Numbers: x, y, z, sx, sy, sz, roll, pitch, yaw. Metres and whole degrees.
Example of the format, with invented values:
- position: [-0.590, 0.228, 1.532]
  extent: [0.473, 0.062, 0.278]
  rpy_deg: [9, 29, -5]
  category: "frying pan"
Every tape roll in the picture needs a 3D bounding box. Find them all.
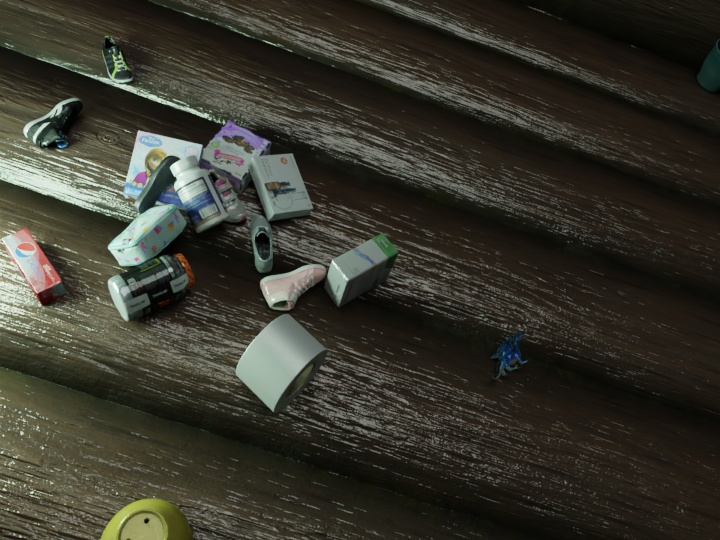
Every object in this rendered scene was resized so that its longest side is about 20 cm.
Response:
- position: [-0.196, 0.231, 1.488]
  extent: [0.138, 0.204, 0.202]
  rpy_deg: [38, 54, 12]
  category: "tape roll"

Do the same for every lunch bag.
- position: [-0.592, -0.098, 1.635]
  extent: [0.157, 0.078, 0.201]
  rpy_deg: [0, 39, 37]
  category: "lunch bag"

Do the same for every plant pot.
- position: [-0.445, 0.560, 1.223]
  extent: [0.195, 0.143, 0.204]
  rpy_deg: [8, 53, -11]
  category: "plant pot"
- position: [1.779, -0.998, 2.931]
  extent: [0.195, 0.189, 0.204]
  rpy_deg: [7, 59, -11]
  category: "plant pot"

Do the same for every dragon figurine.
- position: [0.424, 0.253, 1.748]
  extent: [0.197, 0.059, 0.100]
  rpy_deg: [-23, 65, -29]
  category: "dragon figurine"

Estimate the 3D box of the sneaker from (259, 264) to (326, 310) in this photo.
- position: [-0.181, 0.055, 1.691]
  extent: [0.195, 0.076, 0.106]
  rpy_deg: [-14, 56, -16]
  category: "sneaker"

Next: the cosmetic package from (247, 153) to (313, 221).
- position: [-0.251, -0.264, 1.863]
  extent: [0.148, 0.051, 0.204]
  rpy_deg: [-12, 74, -39]
  category: "cosmetic package"

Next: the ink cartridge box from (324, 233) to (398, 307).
- position: [0.000, 0.000, 1.740]
  extent: [0.198, 0.146, 0.084]
  rpy_deg: [-29, 66, -30]
  category: "ink cartridge box"

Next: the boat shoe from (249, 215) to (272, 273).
- position: [-0.288, -0.093, 1.763]
  extent: [0.068, 0.072, 0.205]
  rpy_deg: [-1, 57, -17]
  category: "boat shoe"

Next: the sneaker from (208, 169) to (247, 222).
- position: [-0.420, -0.228, 1.806]
  extent: [0.199, 0.089, 0.081]
  rpy_deg: [42, 55, 13]
  category: "sneaker"

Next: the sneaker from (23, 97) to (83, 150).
- position: [-0.910, -0.437, 1.820]
  extent: [0.111, 0.073, 0.200]
  rpy_deg: [39, 63, 8]
  category: "sneaker"

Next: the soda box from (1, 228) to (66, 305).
- position: [-0.849, -0.011, 1.544]
  extent: [0.069, 0.064, 0.200]
  rpy_deg: [-31, 69, -32]
  category: "soda box"

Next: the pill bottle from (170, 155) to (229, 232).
- position: [-0.471, -0.223, 1.725]
  extent: [0.110, 0.110, 0.204]
  rpy_deg: [-30, 98, -32]
  category: "pill bottle"

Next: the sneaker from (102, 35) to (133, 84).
- position: [-0.836, -0.718, 2.021]
  extent: [0.071, 0.083, 0.202]
  rpy_deg: [-23, 66, -28]
  category: "sneaker"

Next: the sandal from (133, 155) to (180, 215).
- position: [-0.595, -0.257, 1.724]
  extent: [0.042, 0.076, 0.202]
  rpy_deg: [27, 75, 22]
  category: "sandal"

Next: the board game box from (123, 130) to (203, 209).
- position: [-0.590, -0.300, 1.787]
  extent: [0.195, 0.041, 0.205]
  rpy_deg: [10, 78, -9]
  category: "board game box"

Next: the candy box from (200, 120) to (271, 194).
- position: [-0.406, -0.367, 1.916]
  extent: [0.165, 0.072, 0.202]
  rpy_deg: [26, 54, 2]
  category: "candy box"

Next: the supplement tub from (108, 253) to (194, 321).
- position: [-0.547, 0.038, 1.564]
  extent: [0.198, 0.123, 0.123]
  rpy_deg: [-28, 67, -30]
  category: "supplement tub"
